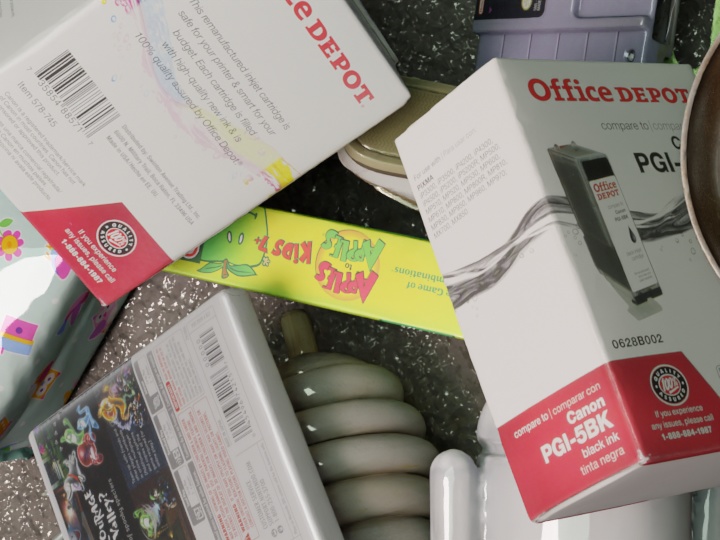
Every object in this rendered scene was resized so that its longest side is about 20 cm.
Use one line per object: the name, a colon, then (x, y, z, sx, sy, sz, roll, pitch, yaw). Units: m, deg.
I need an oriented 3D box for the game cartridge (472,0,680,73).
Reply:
game cartridge: (0.123, -0.194, 0.960, 0.129, 0.038, 0.202, 6, 87, 44)

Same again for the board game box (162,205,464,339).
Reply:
board game box: (0.000, 0.000, 0.982, 0.198, 0.101, 0.048, 12, 91, 23)

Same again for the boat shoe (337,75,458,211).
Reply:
boat shoe: (0.084, -0.055, 0.969, 0.198, 0.068, 0.075, 19, 75, 2)

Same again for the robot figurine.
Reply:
robot figurine: (0.116, 0.130, 0.916, 0.168, 0.113, 0.202, 2, 85, -19)

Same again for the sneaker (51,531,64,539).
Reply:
sneaker: (-0.186, 0.195, 1.050, 0.200, 0.082, 0.070, -45, 72, 13)

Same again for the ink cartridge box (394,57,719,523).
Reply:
ink cartridge box: (0.121, 0.004, 0.838, 0.083, 0.146, 0.201, -38, 65, 46)

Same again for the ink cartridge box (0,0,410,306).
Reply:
ink cartridge box: (-0.101, -0.116, 0.923, 0.199, 0.146, 0.145, -32, 32, 7)

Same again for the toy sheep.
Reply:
toy sheep: (-0.020, 0.115, 0.967, 0.137, 0.138, 0.202, -22, 71, 19)

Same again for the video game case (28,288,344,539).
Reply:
video game case: (-0.088, 0.139, 0.931, 0.181, 0.023, 0.201, -34, 71, 35)

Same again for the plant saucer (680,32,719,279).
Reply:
plant saucer: (0.247, -0.050, 0.819, 0.198, 0.032, 0.202, 0, 82, 3)

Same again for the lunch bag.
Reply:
lunch bag: (-0.256, 0.000, 1.077, 0.199, 0.122, 0.171, 33, 98, 16)

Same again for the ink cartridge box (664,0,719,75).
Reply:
ink cartridge box: (0.241, -0.131, 0.892, 0.198, 0.076, 0.149, 7, 87, 12)
